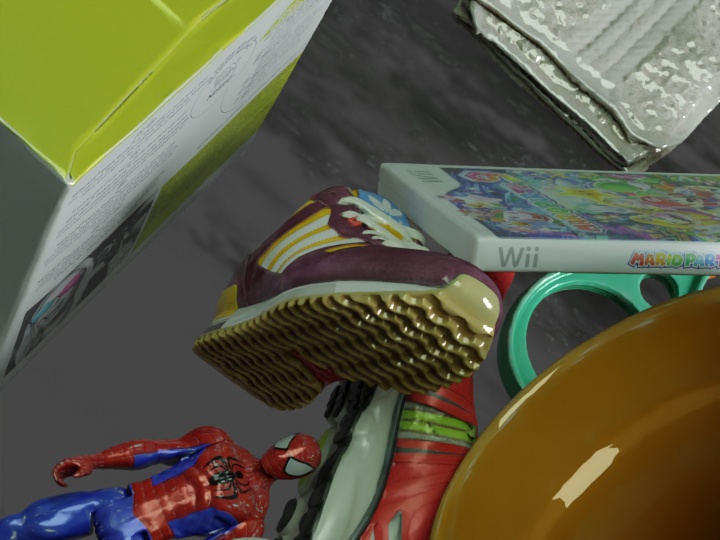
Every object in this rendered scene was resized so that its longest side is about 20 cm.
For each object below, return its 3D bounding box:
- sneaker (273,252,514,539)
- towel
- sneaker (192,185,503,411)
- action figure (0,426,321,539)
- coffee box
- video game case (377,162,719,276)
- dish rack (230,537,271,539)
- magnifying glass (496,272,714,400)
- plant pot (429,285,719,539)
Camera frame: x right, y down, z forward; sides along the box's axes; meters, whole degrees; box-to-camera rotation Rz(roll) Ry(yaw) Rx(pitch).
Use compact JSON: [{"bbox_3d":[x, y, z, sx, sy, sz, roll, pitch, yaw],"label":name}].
[{"bbox_3d":[0.027,0.079,0.998,0.085,0.077,0.201,30,71,-14],"label":"sneaker"},{"bbox_3d":[0.150,-0.149,1.132,0.132,0.034,0.200,41,65,3],"label":"towel"},{"bbox_3d":[0.000,0.000,0.944,0.075,0.200,0.090,37,65,-24],"label":"sneaker"},{"bbox_3d":[-0.108,0.110,0.943,0.199,0.052,0.066,-20,70,-16],"label":"action figure"},{"bbox_3d":[-0.149,-0.107,0.930,0.200,0.198,0.200,42,55,5],"label":"coffee box"},{"bbox_3d":[0.122,-0.023,0.999,0.199,0.143,0.018,1,105,-17],"label":"video game case"},{"bbox_3d":[-0.022,0.211,0.886,0.171,0.044,0.201,31,107,2],"label":"dish rack"},{"bbox_3d":[0.146,0.006,1.076,0.200,0.022,0.080,-36,82,-26],"label":"magnifying glass"},{"bbox_3d":[0.158,0.139,0.929,0.200,0.200,0.184,-49,117,-25],"label":"plant pot"}]
